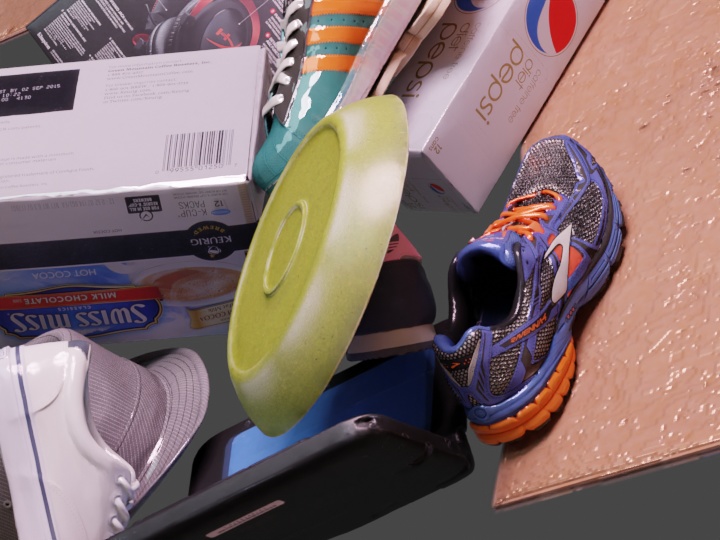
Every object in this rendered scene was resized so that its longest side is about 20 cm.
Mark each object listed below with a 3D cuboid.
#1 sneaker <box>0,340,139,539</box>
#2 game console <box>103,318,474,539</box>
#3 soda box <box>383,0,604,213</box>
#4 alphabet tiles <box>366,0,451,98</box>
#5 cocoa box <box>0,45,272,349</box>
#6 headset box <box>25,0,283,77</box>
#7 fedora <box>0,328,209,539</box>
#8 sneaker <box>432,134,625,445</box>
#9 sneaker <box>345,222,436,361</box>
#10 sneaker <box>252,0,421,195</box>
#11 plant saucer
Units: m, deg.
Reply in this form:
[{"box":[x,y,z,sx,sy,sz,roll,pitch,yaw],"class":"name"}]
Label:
[{"box":[-0.161,0.137,1.636,0.070,0.201,0.073,-14,3,0],"class":"sneaker"},{"box":[-0.046,0.097,1.603,0.199,0.176,0.117,-28,65,22],"class":"game console"},{"box":[0.081,-0.132,1.764,0.068,0.064,0.201,5,57,49],"class":"soda box"},{"box":[0.023,-0.142,1.789,0.200,0.015,0.196,-50,11,51],"class":"alphabet tiles"},{"box":[-0.149,-0.044,1.783,0.199,0.132,0.134,-5,43,7],"class":"cocoa box"},{"box":[-0.098,-0.164,1.903,0.200,0.075,0.149,-40,79,6],"class":"headset box"},{"box":[-0.193,0.104,1.737,0.200,0.090,0.177,-44,26,13],"class":"fedora"},{"box":[0.092,-0.002,1.596,0.075,0.078,0.201,-15,43,34],"class":"sneaker"},{"box":[0.000,0.000,1.643,0.070,0.083,0.200,-11,8,-15],"class":"sneaker"},{"box":[-0.024,-0.138,1.706,0.201,0.080,0.071,-61,8,-18],"class":"sneaker"},{"box":[-0.030,-0.008,1.570,0.200,0.031,0.201,-58,20,34],"class":"plant saucer"}]
